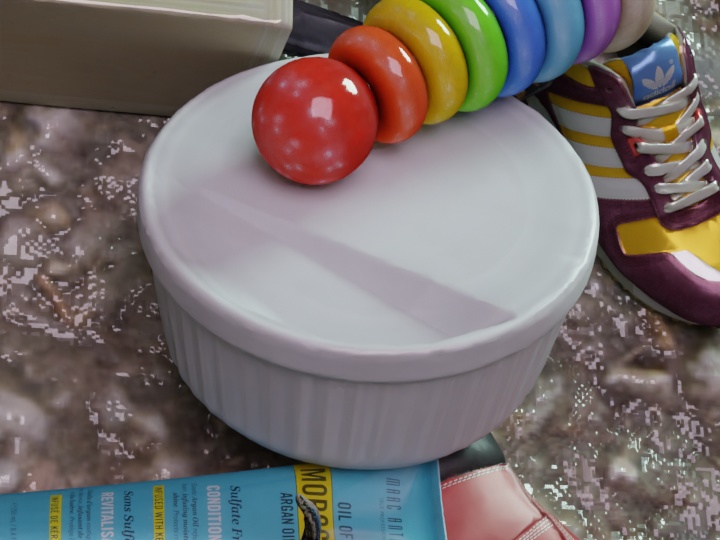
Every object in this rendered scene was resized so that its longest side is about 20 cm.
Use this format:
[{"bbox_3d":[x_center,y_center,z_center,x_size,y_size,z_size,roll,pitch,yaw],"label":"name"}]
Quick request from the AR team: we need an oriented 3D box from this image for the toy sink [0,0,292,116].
[{"bbox_3d":[-0.137,-0.158,1.082,0.200,0.112,0.130,6,67,-12],"label":"toy sink"}]

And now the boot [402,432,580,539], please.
[{"bbox_3d":[0.003,0.152,1.023,0.200,0.072,0.144,-32,72,-22],"label":"boot"}]

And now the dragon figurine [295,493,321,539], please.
[{"bbox_3d":[-0.060,0.184,0.952,0.059,0.200,0.099,29,34,-23],"label":"dragon figurine"}]

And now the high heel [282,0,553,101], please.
[{"bbox_3d":[0.042,-0.179,1.105,0.143,0.071,0.200,16,107,9],"label":"high heel"}]

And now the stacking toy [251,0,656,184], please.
[{"bbox_3d":[0.034,-0.098,1.024,0.200,0.085,0.085,-31,79,-27],"label":"stacking toy"}]

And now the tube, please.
[{"bbox_3d":[-0.062,0.116,1.001,0.200,0.050,0.077,-4,60,-1],"label":"tube"}]

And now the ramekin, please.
[{"bbox_3d":[0.000,0.000,1.031,0.202,0.094,0.202,4,42,-4],"label":"ramekin"}]

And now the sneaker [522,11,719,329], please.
[{"bbox_3d":[0.136,-0.064,1.124,0.075,0.090,0.200,-30,78,-22],"label":"sneaker"}]
